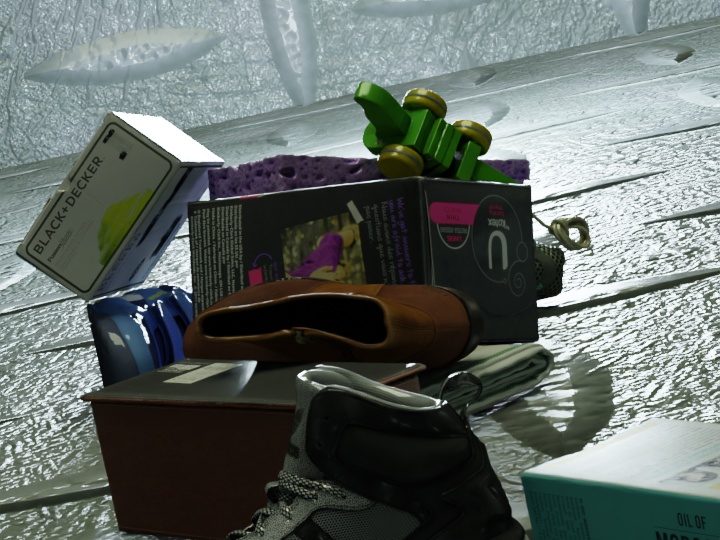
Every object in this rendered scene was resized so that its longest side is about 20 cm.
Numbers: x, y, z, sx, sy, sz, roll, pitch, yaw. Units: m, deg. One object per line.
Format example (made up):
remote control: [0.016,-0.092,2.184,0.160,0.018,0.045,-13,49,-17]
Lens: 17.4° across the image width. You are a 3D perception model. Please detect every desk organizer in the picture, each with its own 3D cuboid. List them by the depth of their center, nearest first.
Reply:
desk organizer: [-0.051,0.092,1.198,0.072,0.077,0.200,-19,11,-39]

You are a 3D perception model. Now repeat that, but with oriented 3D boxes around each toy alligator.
toy alligator: [0.065,-0.063,1.586,0.054,0.200,0.059,-21,41,55]

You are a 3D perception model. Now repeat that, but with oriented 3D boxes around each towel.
towel: [-0.002,0.077,1.400,0.200,0.031,0.149,-6,9,45]

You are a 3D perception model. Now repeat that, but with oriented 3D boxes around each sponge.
sponge: [0.006,-0.060,1.649,0.200,0.030,0.112,0,-4,-29]

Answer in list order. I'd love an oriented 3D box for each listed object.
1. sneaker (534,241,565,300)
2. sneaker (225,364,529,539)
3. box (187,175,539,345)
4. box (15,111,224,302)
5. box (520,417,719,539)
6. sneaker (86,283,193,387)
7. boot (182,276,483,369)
sneaker: [0.076,-0.001,1.661,0.091,0.078,0.200,2,7,-24]
sneaker: [-0.032,0.103,0.997,0.200,0.114,0.075,-13,9,-5]
box: [0.000,0.000,1.516,0.200,0.106,0.122,-4,-3,38]
box: [-0.162,-0.045,1.625,0.117,0.060,0.200,-55,-3,4]
box: [0.161,0.101,0.959,0.082,0.049,0.200,-19,11,-32]
sneaker: [-0.141,0.046,1.610,0.082,0.074,0.200,-10,10,-2]
boot: [-0.043,0.040,1.299,0.188,0.069,0.200,3,1,20]
